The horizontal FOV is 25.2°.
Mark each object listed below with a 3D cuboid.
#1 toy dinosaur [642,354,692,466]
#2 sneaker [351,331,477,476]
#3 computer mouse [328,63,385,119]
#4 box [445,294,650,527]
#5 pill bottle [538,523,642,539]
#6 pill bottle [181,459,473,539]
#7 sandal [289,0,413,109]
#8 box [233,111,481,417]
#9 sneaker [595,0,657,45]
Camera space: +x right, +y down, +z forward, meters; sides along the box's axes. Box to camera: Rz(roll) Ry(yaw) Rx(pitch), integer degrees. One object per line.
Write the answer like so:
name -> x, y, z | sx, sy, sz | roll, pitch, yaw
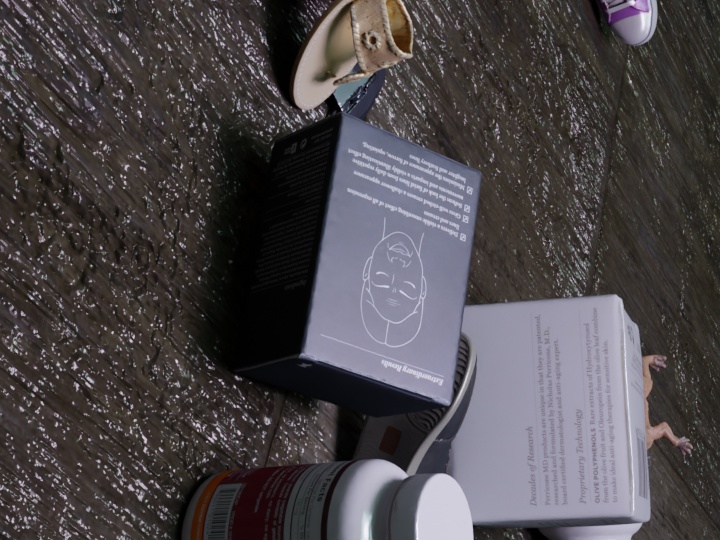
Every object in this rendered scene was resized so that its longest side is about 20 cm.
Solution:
toy dinosaur -> 0.301, 0.165, 1.847 | 0.135, 0.085, 0.203 | -9, 85, -52
sneaker -> 0.051, 0.149, 1.405 | 0.202, 0.074, 0.106 | -61, 150, -1
computer mouse -> -0.017, -0.137, 1.428 | 0.059, 0.034, 0.201 | 57, 39, -37
box -> 0.176, 0.138, 1.511 | 0.199, 0.169, 0.203 | 33, 53, -73
pill bottle -> 0.237, 0.220, 1.689 | 0.115, 0.114, 0.203 | 13, 73, -57
pill bottle -> -0.023, 0.198, 1.178 | 0.113, 0.198, 0.115 | 19, 67, -56
sandal -> 0.022, -0.208, 1.351 | 0.213, 0.070, 0.077 | -55, 151, 13
box -> 0.000, 0.000, 1.295 | 0.147, 0.107, 0.203 | 21, 69, -31
sneaker -> 0.291, -0.365, 1.969 | 0.114, 0.072, 0.203 | -25, 95, -54
